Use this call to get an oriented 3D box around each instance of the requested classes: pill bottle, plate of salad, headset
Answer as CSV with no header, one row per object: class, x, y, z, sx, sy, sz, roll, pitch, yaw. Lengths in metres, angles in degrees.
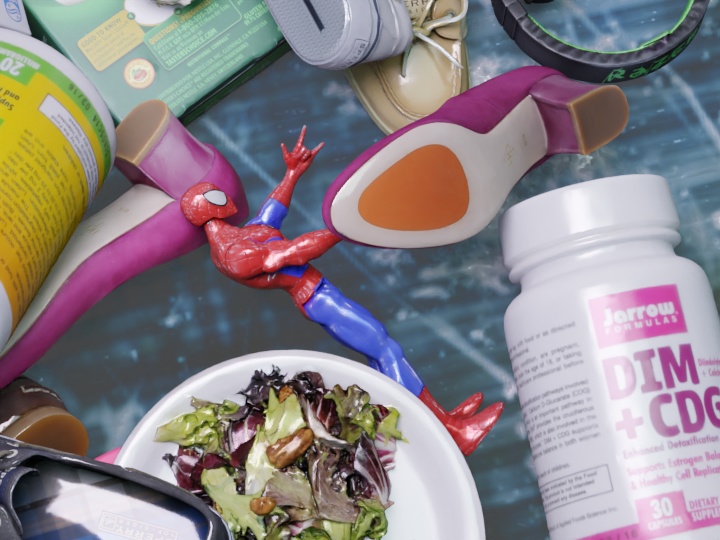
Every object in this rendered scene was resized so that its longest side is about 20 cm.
pill bottle,0.139,0.058,1.260,0.113,0.113,0.201,-11,78,-9
plate of salad,-0.035,0.139,1.210,0.199,0.048,0.201,0,82,-2
pill bottle,-0.203,-0.015,1.144,0.111,0.111,0.200,26,48,-1
headset,0.115,-0.201,1.328,0.123,0.094,0.200,-29,72,-13

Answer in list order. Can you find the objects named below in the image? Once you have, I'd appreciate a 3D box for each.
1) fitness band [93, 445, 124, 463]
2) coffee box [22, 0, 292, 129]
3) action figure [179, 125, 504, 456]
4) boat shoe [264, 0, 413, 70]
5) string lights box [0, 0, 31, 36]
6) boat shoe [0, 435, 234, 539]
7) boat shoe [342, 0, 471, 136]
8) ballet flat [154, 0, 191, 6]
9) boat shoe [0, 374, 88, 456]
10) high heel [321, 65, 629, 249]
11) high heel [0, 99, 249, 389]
fitness band,-0.072,0.165,1.252,0.199,0.037,0.144,12,73,-5
coffee box,-0.137,-0.173,1.316,0.123,0.044,0.200,-38,85,-14
action figure,0.000,0.000,1.260,0.200,0.065,0.099,36,84,-13
boat shoe,-0.038,-0.191,1.291,0.067,0.073,0.200,-2,63,-50
string lights box,-0.248,-0.190,1.256,0.103,0.059,0.201,-30,66,28
boat shoe,-0.159,0.114,1.155,0.199,0.066,0.070,16,70,4
boat shoe,0.017,-0.166,1.323,0.073,0.063,0.201,-14,80,-11
ballet flat,-0.119,-0.238,1.271,0.075,0.064,0.201,-22,77,20
boat shoe,-0.230,0.131,1.227,0.200,0.071,0.070,-40,45,-17
high heel,0.042,-0.058,1.263,0.200,0.096,0.068,-19,106,-34
high heel,-0.139,0.011,1.260,0.200,0.067,0.096,-56,133,-16
